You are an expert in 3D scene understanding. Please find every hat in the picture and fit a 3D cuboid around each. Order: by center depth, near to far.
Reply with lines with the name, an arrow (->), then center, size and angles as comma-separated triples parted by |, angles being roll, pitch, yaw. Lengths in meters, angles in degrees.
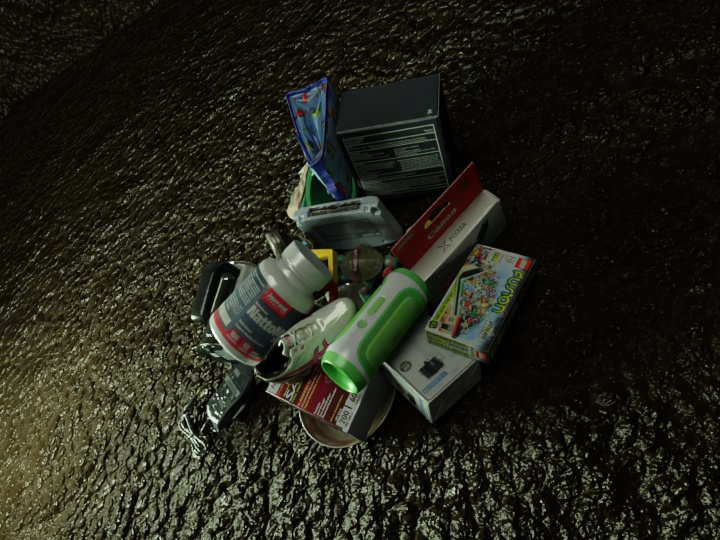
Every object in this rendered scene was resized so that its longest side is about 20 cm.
hat -> -0.010, -0.189, 1.235 | 0.164, 0.175, 0.204 | 9, 106, 41

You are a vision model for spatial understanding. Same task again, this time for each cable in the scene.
cable -> 0.079, -0.053, 0.995 | 0.097, 0.199, 0.051 | -38, 81, 20

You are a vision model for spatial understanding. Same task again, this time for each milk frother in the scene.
milk frother -> -0.221, 0.079, 1.111 | 0.196, 0.181, 0.191 | 4, 62, 11

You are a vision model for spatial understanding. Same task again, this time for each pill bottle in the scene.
pill bottle -> -0.148, 0.051, 0.928 | 0.200, 0.119, 0.120 | -46, 46, 8

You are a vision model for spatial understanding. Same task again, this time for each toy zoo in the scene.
toy zoo -> -0.100, 0.042, 0.989 | 0.129, 0.020, 0.204 | -12, 68, 25

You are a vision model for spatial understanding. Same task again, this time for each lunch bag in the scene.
lunch bag -> -0.063, -0.233, 1.055 | 0.093, 0.151, 0.203 | -17, 63, 12

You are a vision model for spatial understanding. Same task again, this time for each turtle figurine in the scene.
turtle figurine -> 0.000, 0.000, 1.020 | 0.196, 0.101, 0.152 | -2, 53, 10

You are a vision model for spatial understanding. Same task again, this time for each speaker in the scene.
speaker -> 0.027, 0.091, 0.859 | 0.088, 0.089, 0.200 | 17, 56, 39

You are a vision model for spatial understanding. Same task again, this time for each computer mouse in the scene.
computer mouse -> -0.284, 0.265, 1.105 | 0.140, 0.046, 0.202 | 28, 84, 47

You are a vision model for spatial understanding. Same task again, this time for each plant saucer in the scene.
plant saucer -> -0.020, 0.213, 0.968 | 0.197, 0.032, 0.203 | -17, 53, 24

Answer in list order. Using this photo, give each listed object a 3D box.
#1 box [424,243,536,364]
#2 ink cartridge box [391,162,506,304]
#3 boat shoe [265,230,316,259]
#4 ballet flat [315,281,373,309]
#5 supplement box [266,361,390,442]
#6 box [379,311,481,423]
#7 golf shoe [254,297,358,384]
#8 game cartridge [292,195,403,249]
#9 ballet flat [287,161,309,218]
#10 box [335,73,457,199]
box -> 0.197, 0.047, 0.884 | 0.109, 0.035, 0.201 | 16, 53, 30
ink cartridge box -> 0.157, -0.056, 0.929 | 0.200, 0.174, 0.043 | -47, 57, -3
boat shoe -> -0.131, -0.048, 1.107 | 0.073, 0.200, 0.075 | -33, 76, 4
ballet flat -> -0.065, 0.073, 1.069 | 0.198, 0.062, 0.068 | -34, 48, 10
supplement box -> -0.059, 0.200, 0.941 | 0.198, 0.061, 0.110 | 12, 68, 39
box -> 0.088, 0.136, 0.901 | 0.116, 0.061, 0.200 | -35, 48, -16
golf shoe -> -0.085, 0.118, 0.890 | 0.200, 0.092, 0.073 | -44, 65, 12
game cartridge -> -0.021, -0.089, 1.098 | 0.197, 0.133, 0.041 | -4, 57, 30
ballet flat -> -0.124, -0.207, 1.294 | 0.066, 0.068, 0.203 | 0, 59, 41
box -> 0.078, -0.255, 1.078 | 0.196, 0.199, 0.125 | -5, 57, 17
